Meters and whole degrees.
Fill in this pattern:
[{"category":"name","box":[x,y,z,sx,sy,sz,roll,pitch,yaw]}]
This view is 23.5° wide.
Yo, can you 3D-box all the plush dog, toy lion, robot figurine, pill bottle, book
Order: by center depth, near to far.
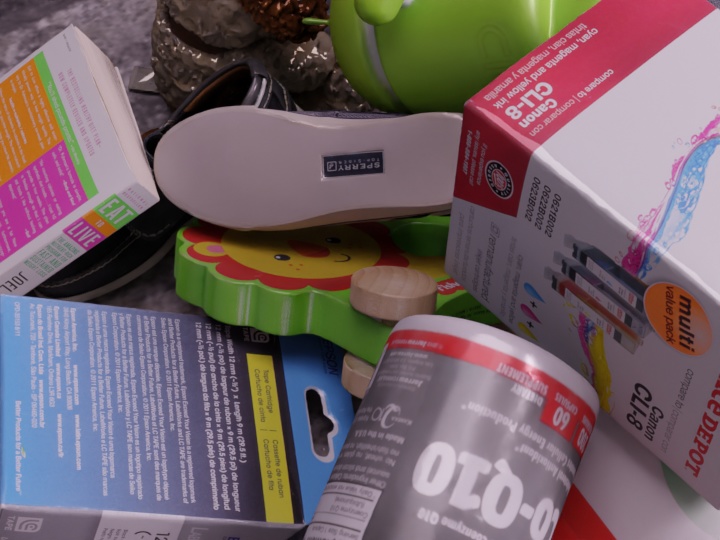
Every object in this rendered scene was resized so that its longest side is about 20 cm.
[{"category":"pill bottle","box":[0.033,0.133,0.849,0.114,0.114,0.200,18,72,17]},{"category":"robot figurine","box":[0.068,-0.146,0.995,0.200,0.175,0.116,-1,83,35]},{"category":"toy lion","box":[0.000,0.000,1.010,0.200,0.069,0.192,-15,30,-42]},{"category":"book","box":[-0.222,-0.038,1.032,0.200,0.048,0.134,-33,50,11]},{"category":"plush dog","box":[-0.086,-0.168,1.113,0.160,0.172,0.200,-29,54,-22]}]

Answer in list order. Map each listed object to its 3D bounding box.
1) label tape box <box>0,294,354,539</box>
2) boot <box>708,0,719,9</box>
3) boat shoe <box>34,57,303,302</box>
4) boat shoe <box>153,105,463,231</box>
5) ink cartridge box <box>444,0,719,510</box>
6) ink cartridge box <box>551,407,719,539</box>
[{"category":"label tape box","box":[-0.104,0.094,0.944,0.200,0.066,0.143,8,45,-20]},{"category":"boot","box":[0.163,-0.182,1.184,0.200,0.073,0.090,18,45,16]},{"category":"boat shoe","box":[-0.128,-0.055,1.056,0.200,0.068,0.072,-36,56,3]},{"category":"boat shoe","box":[-0.013,-0.055,1.010,0.200,0.093,0.075,3,86,16]},{"category":"ink cartridge box","box":[0.164,-0.017,0.859,0.145,0.145,0.200,-37,63,-25]},{"category":"ink cartridge box","box":[0.133,0.106,0.908,0.200,0.050,0.161,-31,61,-12]}]
